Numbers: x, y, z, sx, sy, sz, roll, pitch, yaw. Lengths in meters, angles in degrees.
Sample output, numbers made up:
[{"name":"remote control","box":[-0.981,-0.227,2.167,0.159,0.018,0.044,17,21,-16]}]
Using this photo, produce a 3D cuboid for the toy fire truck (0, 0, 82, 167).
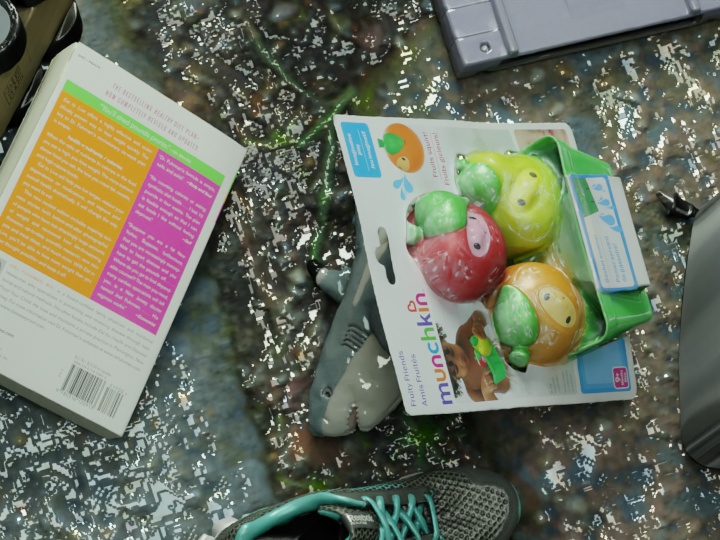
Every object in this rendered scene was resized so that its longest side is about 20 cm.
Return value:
[{"name":"toy fire truck","box":[-0.295,-0.154,1.238,0.200,0.129,0.176,21,72,11]}]

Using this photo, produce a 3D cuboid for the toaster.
[{"name":"toaster","box":[0.287,0.033,1.253,0.200,0.119,0.181,8,72,-5]}]

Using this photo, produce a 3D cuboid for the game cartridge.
[{"name":"game cartridge","box":[0.141,-0.211,1.351,0.200,0.038,0.130,-14,80,-11]}]

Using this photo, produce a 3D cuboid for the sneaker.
[{"name":"sneaker","box":[0.003,0.158,1.192,0.200,0.091,0.078,-14,77,-11]}]

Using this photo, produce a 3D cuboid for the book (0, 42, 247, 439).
[{"name":"book","box":[-0.163,-0.017,1.230,0.133,0.048,0.200,30,70,-21]}]

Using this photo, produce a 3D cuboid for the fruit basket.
[{"name":"fruit basket","box":[0.083,-0.009,1.215,0.200,0.094,0.186,3,68,-46]}]

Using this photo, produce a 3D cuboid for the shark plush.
[{"name":"shark plush","box":[0.000,0.000,1.254,0.083,0.091,0.200,-11,79,22]}]
